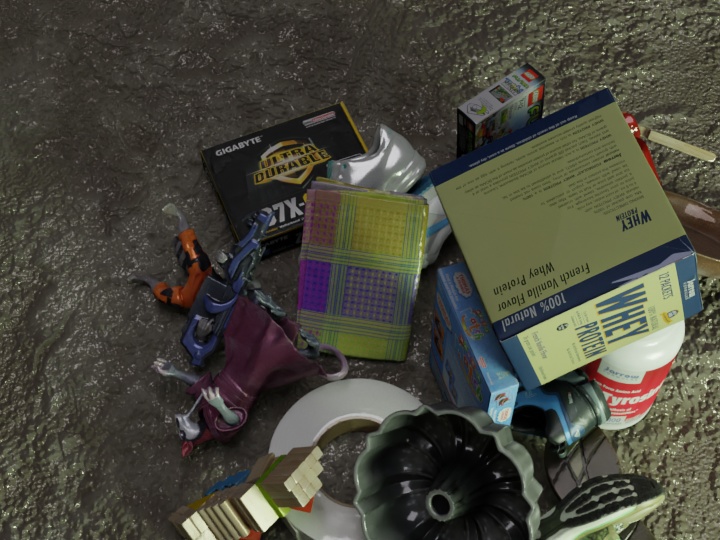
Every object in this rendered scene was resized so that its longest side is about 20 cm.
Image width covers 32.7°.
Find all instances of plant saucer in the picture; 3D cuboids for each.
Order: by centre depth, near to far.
[{"bbox_3d":[0.387,-0.041,1.457,0.198,0.037,0.201,16,25,-7],"label":"plant saucer"}]

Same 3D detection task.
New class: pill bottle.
[{"bbox_3d":[0.285,0.079,1.329,0.111,0.201,0.113,1,55,-2],"label":"pill bottle"}]

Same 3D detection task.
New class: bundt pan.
[{"bbox_3d":[0.094,0.223,1.233,0.201,0.204,0.076,32,25,20],"label":"bundt pan"}]

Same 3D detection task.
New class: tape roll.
[{"bbox_3d":[-0.003,0.216,1.350,0.200,0.037,0.205,-1,59,1],"label":"tape roll"}]

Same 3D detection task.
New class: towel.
[{"bbox_3d":[0.000,0.000,1.420,0.142,0.023,0.203,7,101,5],"label":"towel"}]

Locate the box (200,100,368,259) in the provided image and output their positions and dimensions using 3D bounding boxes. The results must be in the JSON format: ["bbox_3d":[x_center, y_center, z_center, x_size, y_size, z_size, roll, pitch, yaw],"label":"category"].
[{"bbox_3d":[-0.083,-0.113,1.550,0.198,0.050,0.161,-20,62,-11],"label":"box"}]

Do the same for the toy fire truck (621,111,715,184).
[{"bbox_3d":[0.307,-0.120,1.399,0.198,0.129,0.177,-27,30,4],"label":"toy fire truck"}]

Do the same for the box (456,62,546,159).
[{"bbox_3d":[0.165,-0.144,1.472,0.109,0.201,0.035,-34,59,-18],"label":"box"}]

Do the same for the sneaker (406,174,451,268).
[{"bbox_3d":[0.045,-0.029,1.476,0.199,0.077,0.081,-39,106,-3],"label":"sneaker"}]

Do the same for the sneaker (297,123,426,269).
[{"bbox_3d":[-0.018,-0.087,1.465,0.088,0.075,0.200,44,85,-16],"label":"sneaker"}]

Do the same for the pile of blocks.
[{"bbox_3d":[-0.110,0.248,1.298,0.199,0.063,0.082,-26,16,28],"label":"pile of blocks"}]

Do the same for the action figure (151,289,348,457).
[{"bbox_3d":[-0.137,0.128,1.375,0.201,0.148,0.134,-54,38,7],"label":"action figure"}]

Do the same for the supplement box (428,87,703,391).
[{"bbox_3d":[0.202,-0.028,1.205,0.198,0.134,0.202,-25,60,7],"label":"supplement box"}]

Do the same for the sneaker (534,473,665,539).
[{"bbox_3d":[0.231,0.282,1.262,0.199,0.089,0.077,-32,18,13],"label":"sneaker"}]

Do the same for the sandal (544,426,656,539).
[{"bbox_3d":[0.259,0.254,1.317,0.081,0.055,0.201,-29,76,-10],"label":"sandal"}]

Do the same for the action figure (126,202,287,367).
[{"bbox_3d":[-0.161,0.001,1.444,0.193,0.104,0.201,37,101,15],"label":"action figure"}]

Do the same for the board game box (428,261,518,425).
[{"bbox_3d":[0.117,0.109,1.318,0.036,0.201,0.153,-16,59,-9],"label":"board game box"}]

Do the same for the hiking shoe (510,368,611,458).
[{"bbox_3d":[0.178,0.130,1.341,0.086,0.075,0.199,-36,30,-19],"label":"hiking shoe"}]
